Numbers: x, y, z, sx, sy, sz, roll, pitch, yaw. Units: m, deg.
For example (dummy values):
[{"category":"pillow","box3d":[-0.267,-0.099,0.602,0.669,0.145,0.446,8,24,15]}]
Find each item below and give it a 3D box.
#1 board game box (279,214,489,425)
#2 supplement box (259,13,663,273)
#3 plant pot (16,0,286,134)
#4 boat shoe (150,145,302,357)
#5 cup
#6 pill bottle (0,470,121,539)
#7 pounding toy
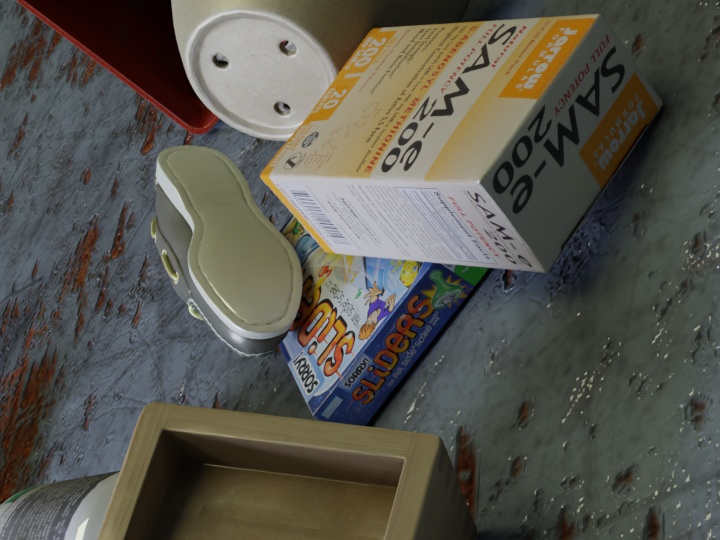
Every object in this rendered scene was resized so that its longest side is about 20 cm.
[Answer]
[{"category":"board game box","box3d":[0.000,0.000,1.203,0.136,0.034,0.200,-53,26,10]},{"category":"supplement box","box3d":[0.052,-0.073,1.092,0.200,0.074,0.126,5,52,52]},{"category":"plant pot","box3d":[-0.138,-0.268,1.576,0.200,0.200,0.176,-46,18,22]},{"category":"boat shoe","box3d":[-0.088,-0.004,1.249,0.202,0.072,0.061,-119,35,-49]},{"category":"cup","box3d":[-0.041,-0.165,1.239,0.200,0.200,0.144,-32,25,42]},{"category":"pill bottle","box3d":[-0.146,0.177,1.176,0.200,0.113,0.114,-17,47,54]},{"category":"pounding toy","box3d":[-0.056,0.191,0.953,0.183,0.142,0.201,5,58,19]}]
